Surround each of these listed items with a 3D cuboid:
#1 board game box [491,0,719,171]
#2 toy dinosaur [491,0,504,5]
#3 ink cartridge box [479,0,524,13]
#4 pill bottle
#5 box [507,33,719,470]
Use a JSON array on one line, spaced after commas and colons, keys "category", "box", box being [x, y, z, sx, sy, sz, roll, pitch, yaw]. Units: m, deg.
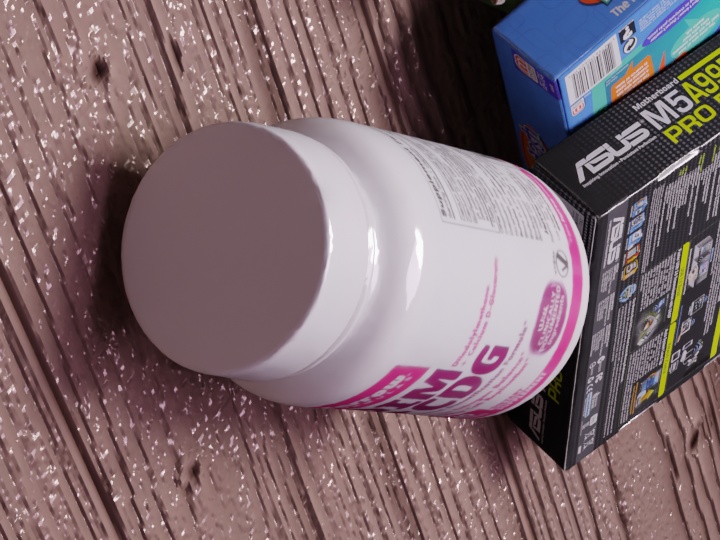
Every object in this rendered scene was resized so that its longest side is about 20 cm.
[{"category": "board game box", "box": [0.141, -0.092, 1.239, 0.152, 0.045, 0.200, -41, 150, -13]}, {"category": "toy dinosaur", "box": [0.042, -0.219, 1.081, 0.135, 0.086, 0.200, -5, 120, -60]}, {"category": "ink cartridge box", "box": [0.110, -0.166, 1.257, 0.200, 0.059, 0.104, 14, 84, -58]}, {"category": "pill bottle", "box": [0.000, 0.000, 1.063, 0.200, 0.113, 0.114, 9, 89, -58]}, {"category": "box", "box": [0.145, -0.015, 1.249, 0.160, 0.044, 0.200, -35, 150, -24]}]
